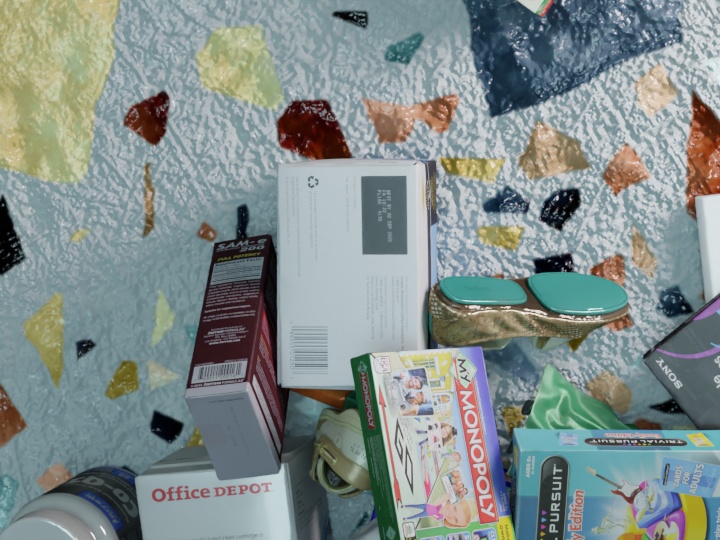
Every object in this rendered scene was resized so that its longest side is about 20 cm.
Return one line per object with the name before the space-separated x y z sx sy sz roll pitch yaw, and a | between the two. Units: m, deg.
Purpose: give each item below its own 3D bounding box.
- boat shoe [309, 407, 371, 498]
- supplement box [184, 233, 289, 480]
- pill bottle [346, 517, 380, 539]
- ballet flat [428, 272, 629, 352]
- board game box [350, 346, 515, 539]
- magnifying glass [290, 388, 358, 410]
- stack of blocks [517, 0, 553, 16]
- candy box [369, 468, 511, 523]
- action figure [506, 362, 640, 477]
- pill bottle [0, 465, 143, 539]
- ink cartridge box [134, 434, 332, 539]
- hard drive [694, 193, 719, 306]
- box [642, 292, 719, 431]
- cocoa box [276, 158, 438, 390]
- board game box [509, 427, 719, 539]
boat shoe | -0.015 0.167 1.625 0.074 0.200 0.067 32 77 -1
supplement box | -0.103 0.075 1.624 0.060 0.201 0.110 -7 130 12
pill bottle | 0.068 0.304 1.587 0.112 0.112 0.201 -34 88 12
ballet flat | 0.146 0.040 1.631 0.198 0.071 0.066 3 126 -22
board game box | 0.065 0.168 1.538 0.029 0.134 0.202 -21 75 48
magnifying glass | 0.008 0.126 1.688 0.198 0.080 0.023 17 115 20
stack of blocks | 0.188 -0.323 1.588 0.058 0.115 0.201 36 101 6
candy box | 0.083 0.278 1.678 0.167 0.077 0.202 16 99 8
action figure | 0.232 0.181 1.643 0.199 0.055 0.119 28 65 -5
pill bottle | -0.262 0.253 1.680 0.112 0.200 0.115 1 95 10
ink cartridge box | -0.108 0.267 1.679 0.145 0.146 0.202 -6 94 12
hard drive | 0.375 0.027 1.626 0.130 0.026 0.202 -6 94 11
box | 0.368 0.071 1.600 0.200 0.036 0.143 -41 86 13
cocoa box | 0.000 0.000 1.643 0.132 0.131 0.202 0 95 10
board game box | 0.229 0.217 1.587 0.198 0.047 0.153 0 110 -3
